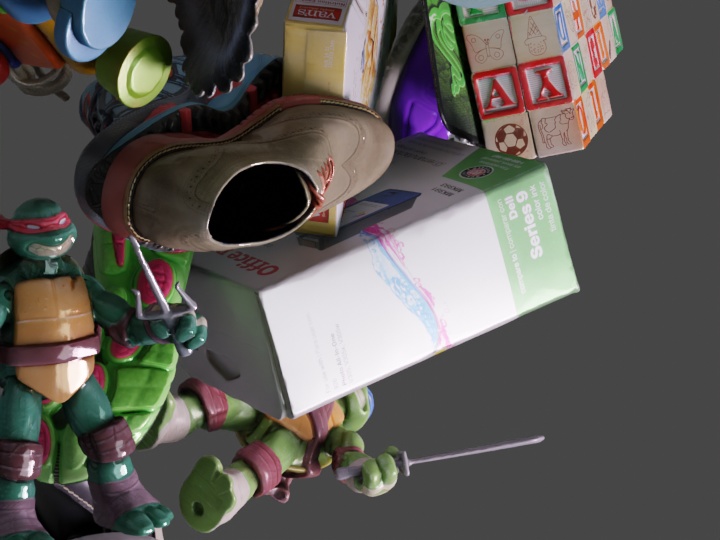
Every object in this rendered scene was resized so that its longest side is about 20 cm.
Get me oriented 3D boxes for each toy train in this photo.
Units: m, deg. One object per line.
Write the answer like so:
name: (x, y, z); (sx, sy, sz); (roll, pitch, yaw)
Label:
toy train: (-0.140, -0.115, 1.460); (0.085, 0.116, 0.200); (-56, 151, -12)

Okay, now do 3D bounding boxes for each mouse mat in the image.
mouse mat: (0.064, -0.152, 1.764); (0.200, 0.008, 0.161); (9, 71, -72)

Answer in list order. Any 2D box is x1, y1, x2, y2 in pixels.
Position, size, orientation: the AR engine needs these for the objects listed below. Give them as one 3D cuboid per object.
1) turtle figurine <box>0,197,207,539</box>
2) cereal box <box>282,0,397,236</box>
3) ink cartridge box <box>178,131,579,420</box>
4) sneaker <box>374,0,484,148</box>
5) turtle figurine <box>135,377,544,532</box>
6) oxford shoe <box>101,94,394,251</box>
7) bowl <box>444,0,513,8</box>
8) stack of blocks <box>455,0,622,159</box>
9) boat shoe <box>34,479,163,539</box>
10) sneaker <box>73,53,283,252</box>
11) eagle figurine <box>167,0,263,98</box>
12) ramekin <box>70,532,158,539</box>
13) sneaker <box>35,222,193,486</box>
turtle figurine: (-0.153, 0.039, 1.480); (0.149, 0.101, 0.200); (-7, 104, -10)
cereal box: (-0.010, -0.135, 1.656); (0.200, 0.039, 0.144); (-76, 171, -49)
ink cartridge box: (0.000, 0.000, 1.694); (0.200, 0.145, 0.088); (-25, 111, -23)
sneaker: (0.052, -0.075, 1.822); (0.070, 0.099, 0.200); (-69, 175, -61)
turtle figurine: (-0.034, 0.072, 1.781); (0.194, 0.200, 0.144); (-20, 97, -47)
oxford shoe: (-0.040, -0.041, 1.502); (0.200, 0.075, 0.071); (-21, 122, -47)
bowl: (0.058, -0.223, 1.609); (0.105, 0.201, 0.201); (-35, 168, 33)
stack of blocks: (0.114, -0.143, 1.811); (0.200, 0.058, 0.115); (-47, 125, -71)
boat shoe: (-0.158, 0.159, 1.717); (0.063, 0.073, 0.200); (-57, 157, -17)
sneaker: (-0.113, -0.067, 1.562); (0.200, 0.095, 0.079); (-37, 134, -62)
eagle figurine: (-0.053, -0.188, 1.449); (0.151, 0.200, 0.152); (-17, 154, -47)
ramekin: (-0.160, 0.235, 1.691); (0.202, 0.094, 0.202); (-22, 148, -15)
sneaker: (-0.134, 0.046, 1.608); (0.084, 0.077, 0.200); (103, 5, -48)
